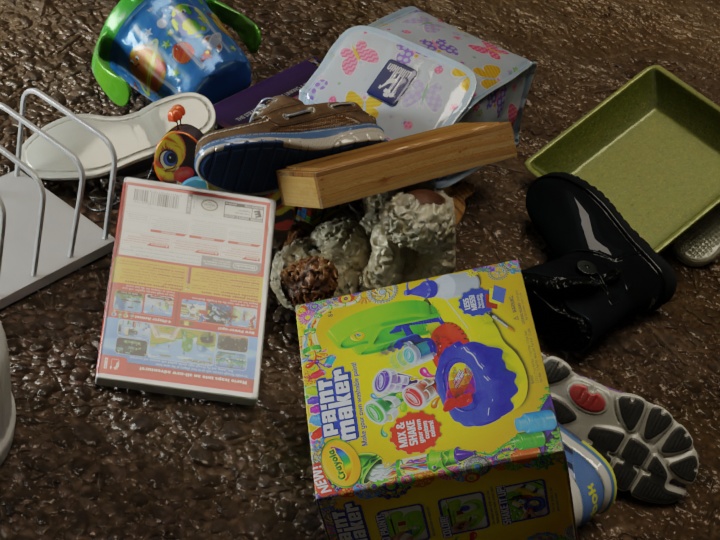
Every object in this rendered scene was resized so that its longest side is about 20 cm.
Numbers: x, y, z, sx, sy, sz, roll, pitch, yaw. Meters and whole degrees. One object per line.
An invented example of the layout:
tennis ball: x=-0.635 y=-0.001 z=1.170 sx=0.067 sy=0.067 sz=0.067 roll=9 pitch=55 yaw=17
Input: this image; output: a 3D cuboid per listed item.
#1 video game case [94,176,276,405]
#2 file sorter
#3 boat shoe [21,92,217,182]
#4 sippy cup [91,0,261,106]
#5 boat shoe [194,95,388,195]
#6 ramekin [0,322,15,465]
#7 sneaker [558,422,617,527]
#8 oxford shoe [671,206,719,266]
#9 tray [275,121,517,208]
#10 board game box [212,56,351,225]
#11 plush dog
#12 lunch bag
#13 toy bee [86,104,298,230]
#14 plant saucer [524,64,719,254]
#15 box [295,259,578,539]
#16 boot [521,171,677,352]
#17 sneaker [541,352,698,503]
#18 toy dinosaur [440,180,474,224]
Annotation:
video game case: x=-0.153 y=0.016 z=1.468 sx=0.141 sy=0.017 sz=0.202 roll=8 pitch=61 yaw=-9
file sorter: x=-0.332 y=-0.064 z=1.490 sx=0.138 sy=0.125 sz=0.199 roll=33 pitch=40 yaw=23
boat shoe: x=-0.239 y=-0.124 z=1.650 sx=0.198 sy=0.060 sz=0.074 roll=-19 pitch=68 yaw=-11
sippy cup: x=-0.188 y=-0.225 z=1.755 sx=0.178 sy=0.140 sz=0.130 roll=-43 pitch=70 yaw=-6
boat shoe: x=-0.073 y=-0.121 z=1.548 sx=0.198 sy=0.073 sz=0.073 roll=-5 pitch=52 yaw=-33
ramekin: x=-0.370 y=0.084 z=1.300 sx=0.198 sy=0.106 sz=0.201 roll=9 pitch=36 yaw=-7
sneaker: x=0.121 y=0.152 z=1.410 sx=0.199 sy=0.075 sz=0.082 roll=33 pitch=42 yaw=25
oxford shoe: x=0.370 y=-0.079 z=1.814 sx=0.074 sy=0.058 sz=0.202 roll=10 pitch=51 yaw=-2
tray: x=0.032 y=-0.098 z=1.507 sx=0.198 sy=0.037 sz=0.098 roll=-17 pitch=10 yaw=-22
board game box: x=-0.051 y=-0.141 z=1.744 sx=0.165 sy=0.057 sz=0.200 roll=33 pitch=40 yaw=21
plush dog: x=0.000 y=0.000 z=1.540 sx=0.170 sy=0.162 sz=0.200 roll=-6 pitch=10 yaw=-4
lunch bag: x=0.058 y=-0.175 z=1.677 sx=0.169 sy=0.128 sz=0.199 roll=29 pitch=39 yaw=26
toy bee: x=-0.155 y=-0.099 z=1.579 sx=0.198 sy=0.110 sz=0.131 roll=-1 pitch=21 yaw=-18
plant saucer: x=0.314 y=-0.107 z=1.776 sx=0.199 sy=0.048 sz=0.200 roll=-37 pitch=51 yaw=-12
box: x=0.058 y=0.121 z=1.320 sx=0.190 sy=0.123 sz=0.201 roll=-12 pitch=45 yaw=3
boot: x=0.199 y=-0.012 z=1.644 sx=0.167 sy=0.077 sz=0.200 roll=-20 pitch=54 yaw=-43
sneaker: x=0.213 y=0.129 z=1.470 sx=0.199 sy=0.081 sz=0.083 roll=34 pitch=7 yaw=8
toy dinosaur: x=0.078 y=-0.054 z=1.673 sx=0.105 sy=0.061 sz=0.201 roll=17 pitch=37 yaw=1
